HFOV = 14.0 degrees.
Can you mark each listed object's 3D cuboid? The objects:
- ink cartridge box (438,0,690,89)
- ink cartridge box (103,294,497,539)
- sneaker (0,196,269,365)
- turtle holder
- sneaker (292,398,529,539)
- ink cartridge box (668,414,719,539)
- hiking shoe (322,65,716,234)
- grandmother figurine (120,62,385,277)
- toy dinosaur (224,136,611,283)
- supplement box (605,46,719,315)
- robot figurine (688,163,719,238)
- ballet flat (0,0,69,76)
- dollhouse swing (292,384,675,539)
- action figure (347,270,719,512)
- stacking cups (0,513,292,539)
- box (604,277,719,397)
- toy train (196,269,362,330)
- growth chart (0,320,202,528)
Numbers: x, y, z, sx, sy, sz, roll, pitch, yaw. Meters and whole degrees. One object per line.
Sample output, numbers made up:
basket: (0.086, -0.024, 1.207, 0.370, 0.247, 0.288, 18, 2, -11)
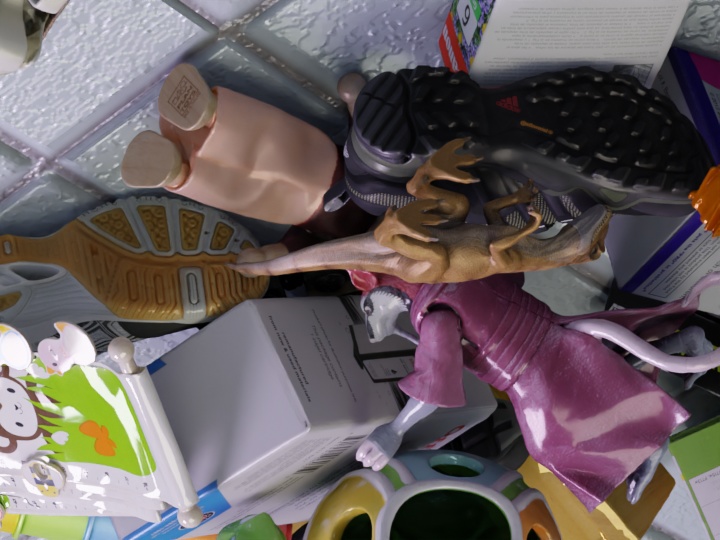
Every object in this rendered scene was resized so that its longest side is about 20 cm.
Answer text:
ink cartridge box: (0.103, -0.125, 1.531, 0.109, 0.050, 0.200, -2, 143, -18)
ink cartridge box: (-0.040, 0.081, 1.655, 0.146, 0.084, 0.200, -34, 164, 28)
sneaker: (-0.148, 0.015, 1.608, 0.200, 0.076, 0.088, -5, 150, 0)
turtle holder: (0.025, 0.154, 1.626, 0.185, 0.141, 0.132, 30, 162, 5)
sneaker: (0.035, 0.151, 1.764, 0.200, 0.075, 0.079, -40, 122, 21)
ink cartridge box: (0.271, 0.182, 1.832, 0.076, 0.200, 0.148, -24, 170, 11)
hiking shoe: (0.083, -0.054, 1.528, 0.200, 0.076, 0.101, 8, 148, -14)
grandmother figurine: (-0.026, -0.050, 1.569, 0.200, 0.061, 0.121, 23, 110, -40)
toy dinosaur: (0.027, -0.012, 1.469, 0.200, 0.060, 0.106, -1, 147, 2)
supplement box: (0.234, -0.037, 1.652, 0.200, 0.101, 0.103, 13, 135, -33)
robot figurine: (0.276, -0.054, 1.505, 0.200, 0.058, 0.145, 3, 132, -24)
ballet flat: (-0.163, -0.138, 1.398, 0.068, 0.067, 0.200, 13, 135, -33)
dollhouse swing: (0.057, 0.132, 1.860, 0.200, 0.176, 0.182, -33, -178, 21)
action figure: (0.082, 0.041, 1.555, 0.200, 0.134, 0.149, 29, 139, -9)
stacking cups: (-0.141, 0.147, 1.729, 0.200, 0.061, 0.061, 16, 136, -10)
box: (0.273, 0.062, 1.734, 0.200, 0.193, 0.048, 12, 100, -32)
toy train: (0.000, 0.000, 1.667, 0.200, 0.034, 0.046, -17, 147, 1)
growth chart: (-0.176, 0.088, 1.573, 0.200, 0.018, 0.145, -5, 125, 35)
